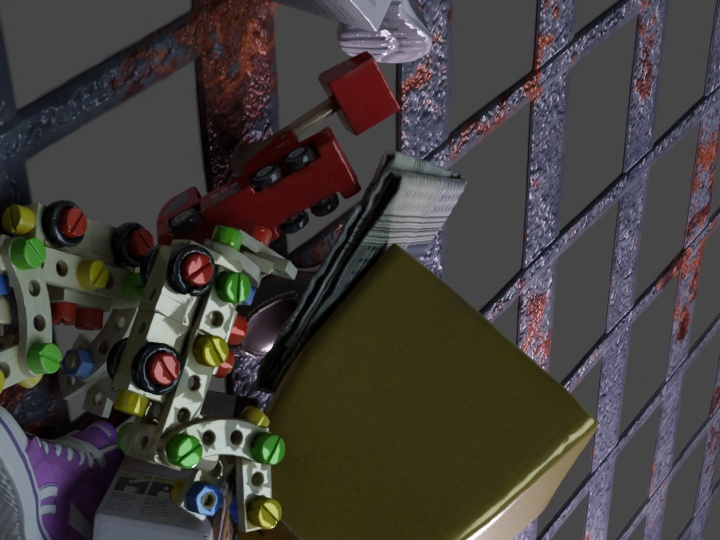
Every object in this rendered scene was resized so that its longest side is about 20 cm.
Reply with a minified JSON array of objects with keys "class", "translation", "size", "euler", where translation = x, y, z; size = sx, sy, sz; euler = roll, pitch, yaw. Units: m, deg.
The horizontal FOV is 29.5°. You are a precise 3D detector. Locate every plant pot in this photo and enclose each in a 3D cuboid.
[{"class":"plant pot","translation":[0.016,0.145,0.990],"size":[0.200,0.195,0.195],"euler":[-41,163,-25]}]

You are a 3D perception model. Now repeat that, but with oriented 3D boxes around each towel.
[{"class":"towel","translation":[0.000,0.000,1.033],"size":[0.193,0.034,0.200],"euler":[-57,167,11]}]

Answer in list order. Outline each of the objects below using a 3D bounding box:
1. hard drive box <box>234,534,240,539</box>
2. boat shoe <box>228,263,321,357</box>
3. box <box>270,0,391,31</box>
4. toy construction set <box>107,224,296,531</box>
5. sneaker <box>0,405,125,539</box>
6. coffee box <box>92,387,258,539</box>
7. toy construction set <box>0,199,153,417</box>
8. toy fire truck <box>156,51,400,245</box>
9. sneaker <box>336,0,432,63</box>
[{"class":"hard drive box","translation":[-0.099,0.282,1.117],"size":[0.201,0.076,0.156],"euler":[-63,-175,-10]},{"class":"boat shoe","translation":[-0.043,0.037,1.138],"size":[0.199,0.059,0.072],"euler":[-13,120,-56]},{"class":"box","translation":[-0.037,-0.293,0.862],"size":[0.200,0.130,0.200],"euler":[-65,150,-6]},{"class":"toy construction set","translation":[-0.090,0.052,0.860],"size":[0.131,0.092,0.202],"euler":[27,60,-36]},{"class":"sneaker","translation":[-0.214,0.125,0.914],"size":[0.115,0.072,0.201],"euler":[-56,156,-34]},{"class":"coffee box","translation":[-0.131,0.176,0.975],"size":[0.200,0.079,0.114],"euler":[-77,177,-69]},{"class":"toy construction set","translation":[-0.188,0.029,0.859],"size":[0.200,0.091,0.132],"euler":[34,54,-68]},{"class":"toy fire truck","translation":[-0.059,-0.077,0.997],"size":[0.199,0.141,0.049],"euler":[-29,115,3]},{"class":"sneaker","translation":[0.018,-0.237,1.046],"size":[0.200,0.077,0.113],"euler":[70,24,-76]}]
